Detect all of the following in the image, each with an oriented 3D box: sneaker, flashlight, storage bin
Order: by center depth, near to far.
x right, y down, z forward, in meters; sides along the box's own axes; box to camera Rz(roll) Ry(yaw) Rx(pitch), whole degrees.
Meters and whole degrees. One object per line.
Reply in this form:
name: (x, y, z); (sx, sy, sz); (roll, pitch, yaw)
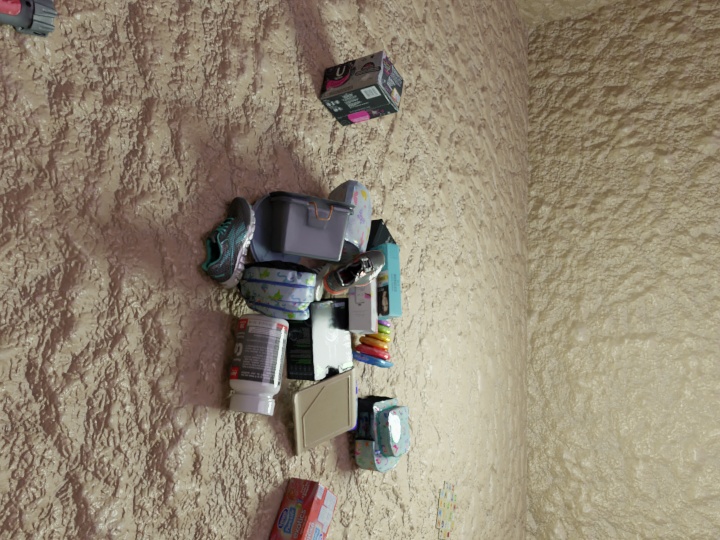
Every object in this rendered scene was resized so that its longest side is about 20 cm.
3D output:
flashlight: (-0.548, -0.400, 0.828); (0.198, 0.066, 0.070); (-15, 97, -56)
sneaker: (-0.284, -0.070, 1.215); (0.091, 0.076, 0.206); (28, 62, -49)
storage bin: (-0.116, -0.099, 1.330); (0.195, 0.145, 0.139); (7, 90, -27)
sneaker: (0.000, 0.000, 1.423); (0.198, 0.082, 0.078); (-31, 89, -36)
sneaker: (-0.126, 0.020, 1.468); (0.200, 0.082, 0.077); (-54, 153, -77)

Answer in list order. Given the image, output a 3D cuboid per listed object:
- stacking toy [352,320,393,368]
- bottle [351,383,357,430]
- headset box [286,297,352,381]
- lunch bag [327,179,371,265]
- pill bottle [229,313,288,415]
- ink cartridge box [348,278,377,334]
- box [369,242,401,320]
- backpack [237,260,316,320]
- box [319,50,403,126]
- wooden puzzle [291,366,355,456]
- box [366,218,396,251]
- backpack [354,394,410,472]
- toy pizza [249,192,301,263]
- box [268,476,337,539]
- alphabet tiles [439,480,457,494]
stacking toy: (0.053, 0.173, 1.657); (0.109, 0.114, 0.205); (27, 76, -56)
bottle: (-0.045, 0.332, 1.562); (0.083, 0.064, 0.206); (12, 77, -55)
headset box: (-0.105, 0.178, 1.457); (0.173, 0.091, 0.206); (-1, 89, -57)
lunch bag: (-0.037, -0.126, 1.526); (0.201, 0.123, 0.174); (86, 13, -71)
pill bottle: (-0.224, 0.206, 1.243); (0.113, 0.111, 0.206); (28, 64, -53)
ink cartridge box: (0.007, 0.064, 1.537); (0.117, 0.065, 0.206); (51, 38, -75)
box: (0.070, 0.032, 1.604); (0.048, 0.081, 0.206); (8, 74, -37)
backpack: (-0.171, 0.039, 1.221); (0.160, 0.199, 0.158); (14, 69, -29)
box: (0.003, -0.510, 1.601); (0.132, 0.196, 0.118); (37, 55, -49)
wooden puzzle: (-0.091, 0.350, 1.435); (0.197, 0.037, 0.190); (-20, 123, -34)
box: (0.037, -0.031, 1.720); (0.142, 0.077, 0.203); (58, 42, -40)
backpack: (0.061, 0.478, 1.654); (0.176, 0.147, 0.206); (9, 84, -58)
toy pizza: (-0.207, -0.084, 1.377); (0.198, 0.031, 0.207); (9, 79, -56)
box: (-0.140, 0.614, 1.354); (0.103, 0.093, 0.204); (52, 46, -41)
alphabet tiles: (0.328, 0.909, 2.159); (0.166, 0.006, 0.205); (40, 54, -50)
